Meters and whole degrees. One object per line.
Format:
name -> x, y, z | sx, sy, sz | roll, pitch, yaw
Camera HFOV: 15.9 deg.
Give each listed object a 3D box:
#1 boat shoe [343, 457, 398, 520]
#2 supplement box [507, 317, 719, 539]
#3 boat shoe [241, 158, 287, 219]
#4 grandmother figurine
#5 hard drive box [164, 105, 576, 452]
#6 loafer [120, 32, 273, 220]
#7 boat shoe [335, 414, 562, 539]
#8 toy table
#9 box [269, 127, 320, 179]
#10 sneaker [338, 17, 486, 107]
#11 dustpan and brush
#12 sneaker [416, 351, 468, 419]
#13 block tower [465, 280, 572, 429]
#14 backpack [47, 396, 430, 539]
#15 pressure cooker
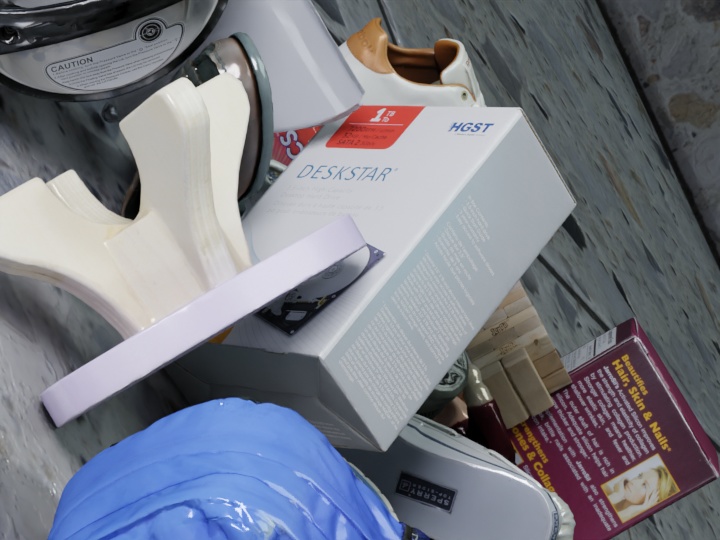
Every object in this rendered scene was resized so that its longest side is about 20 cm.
boat shoe -> -0.012, 0.176, 1.418 | 0.072, 0.072, 0.200 | 10, 40, -46
supplement box -> 0.126, 0.131, 1.714 | 0.110, 0.200, 0.086 | 59, 9, -5
boat shoe -> -0.044, -0.024, 1.598 | 0.200, 0.071, 0.069 | 31, -9, -10
grandmother figurine -> 0.064, 0.109, 1.622 | 0.200, 0.060, 0.121 | 49, -28, 33
hard drive box -> 0.000, 0.000, 1.450 | 0.200, 0.156, 0.077 | -51, 124, -29
loafer -> -0.094, -0.065, 1.456 | 0.200, 0.063, 0.072 | 114, -43, -64
boat shoe -> 0.025, 0.121, 1.530 | 0.200, 0.074, 0.065 | 27, 6, 13
toy table -> -0.104, -0.015, 1.314 | 0.200, 0.184, 0.117 | -32, 91, -47
box -> -0.044, -0.048, 1.711 | 0.200, 0.095, 0.100 | 62, 13, 8
sneaker -> 0.067, -0.097, 1.697 | 0.200, 0.085, 0.073 | 29, 23, -27
dustpan and brush -> -0.093, -0.125, 1.529 | 0.140, 0.200, 0.057 | 59, 32, -7
sneaker -> -0.045, 0.051, 1.578 | 0.199, 0.114, 0.076 | 25, 45, -13
block tower -> 0.080, 0.014, 1.706 | 0.058, 0.054, 0.200 | 61, 4, -43
backpack -> -0.046, 0.166, 1.142 | 0.200, 0.162, 0.168 | 56, 18, -19
pressure cooker -> -0.162, -0.191, 1.404 | 0.178, 0.176, 0.200 | 24, 24, -35
